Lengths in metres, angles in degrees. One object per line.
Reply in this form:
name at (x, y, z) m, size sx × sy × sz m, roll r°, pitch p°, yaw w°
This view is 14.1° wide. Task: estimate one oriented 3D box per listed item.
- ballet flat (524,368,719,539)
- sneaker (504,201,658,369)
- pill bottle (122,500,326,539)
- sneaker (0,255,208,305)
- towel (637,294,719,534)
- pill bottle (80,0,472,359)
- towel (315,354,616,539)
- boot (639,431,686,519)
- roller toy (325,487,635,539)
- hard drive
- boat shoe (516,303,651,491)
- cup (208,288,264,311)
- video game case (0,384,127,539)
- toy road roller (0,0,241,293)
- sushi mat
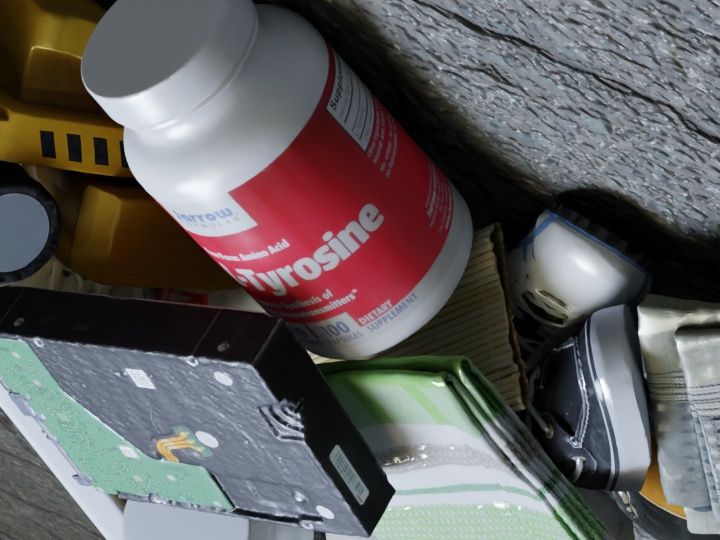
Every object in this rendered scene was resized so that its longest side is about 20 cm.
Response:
ballet flat at (0.146, 0.092, 1.650) m, size 0.200 × 0.066 × 0.057 m, roll 41°, pitch 180°, yaw -18°
sneaker at (0.093, 0.017, 1.470) m, size 0.072 × 0.073 × 0.200 m, roll 33°, pitch 163°, yaw -6°
pill bottle at (-0.069, 0.163, 1.764) m, size 0.111 × 0.111 × 0.200 m, roll 24°, pitch 179°, yaw 21°
sneaker at (-0.131, 0.019, 1.572) m, size 0.200 × 0.070 × 0.093 m, roll 33°, pitch 137°, yaw -27°
towel at (0.233, 0.091, 1.382) m, size 0.200 × 0.035 × 0.193 m, roll 8°, pitch 144°, yaw 23°
pill bottle at (-0.041, -0.055, 1.399) m, size 0.112 × 0.112 × 0.200 m, roll 12°, pitch 153°, yaw 48°
towel at (0.043, 0.116, 1.485) m, size 0.149 × 0.031 × 0.200 m, roll -6°, pitch 136°, yaw 40°
boot at (0.191, 0.071, 1.490) m, size 0.201 × 0.071 × 0.144 m, roll 6°, pitch 147°, yaw 45°
roller toy at (0.069, 0.162, 1.723) m, size 0.182 × 0.200 × 0.140 m, roll -138°, pitch 36°, yaw -61°
hard drive at (-0.093, 0.070, 1.478) m, size 0.200 × 0.038 × 0.140 m, roll 4°, pitch 140°, yaw 38°
boat shoe at (0.108, 0.070, 1.455) m, size 0.068 × 0.072 × 0.200 m, roll -6°, pitch 164°, yaw 2°
cup at (-0.139, 0.003, 1.712) m, size 0.200 × 0.143 × 0.200 m, roll 27°, pitch 165°, yaw 8°
video game case at (-0.194, 0.090, 1.841) m, size 0.200 × 0.023 × 0.182 m, roll 57°, pitch 180°, yaw -35°
toy road roller at (-0.140, -0.075, 1.514) m, size 0.200 × 0.146 × 0.123 m, roll 6°, pitch -161°, yaw -31°
sushi mat at (0.016, 0.046, 1.503) m, size 0.012 × 0.096 × 0.200 m, roll -4°, pitch 168°, yaw -38°
